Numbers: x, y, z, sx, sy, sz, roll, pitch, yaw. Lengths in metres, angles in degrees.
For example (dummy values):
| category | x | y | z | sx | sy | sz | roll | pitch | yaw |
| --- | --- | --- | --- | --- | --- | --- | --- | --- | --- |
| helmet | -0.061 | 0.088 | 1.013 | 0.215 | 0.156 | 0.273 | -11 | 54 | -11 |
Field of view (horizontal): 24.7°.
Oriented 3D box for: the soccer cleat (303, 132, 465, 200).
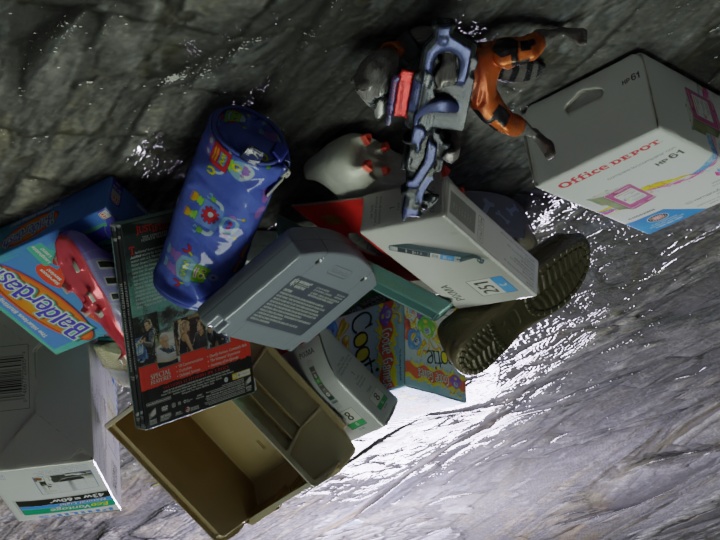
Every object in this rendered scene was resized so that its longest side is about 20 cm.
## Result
| category | x | y | z | sx | sy | sz | roll | pitch | yaw |
| --- | --- | --- | --- | --- | --- | --- | --- | --- | --- |
| soccer cleat | 0.029 | -0.081 | 1.600 | 0.077 | 0.070 | 0.199 | -16 | 151 | 37 |

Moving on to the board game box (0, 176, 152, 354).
| category | x | y | z | sx | sy | sz | roll | pitch | yaw |
| --- | --- | --- | --- | --- | --- | --- | --- | --- | --- |
| board game box | -0.278 | -0.001 | 1.639 | 0.199 | 0.045 | 0.152 | -22 | 134 | 28 |

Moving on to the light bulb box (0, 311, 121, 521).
| category | x | y | z | sx | sy | sz | roll | pitch | yaw |
| --- | --- | --- | --- | --- | --- | --- | --- | --- | --- |
| light bulb box | -0.346 | 0.157 | 1.843 | 0.124 | 0.200 | 0.200 | -5 | 156 | -2 |

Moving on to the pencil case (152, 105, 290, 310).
| category | x | y | z | sx | sy | sz | roll | pitch | yaw |
| --- | --- | --- | --- | --- | --- | --- | --- | --- | --- |
| pencil case | -0.125 | -0.053 | 1.498 | 0.086 | 0.078 | 0.201 | 30 | 125 | 7 |

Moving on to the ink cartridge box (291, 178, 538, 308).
| category | x | y | z | sx | sy | sz | roll | pitch | yaw |
| --- | --- | --- | --- | --- | --- | --- | --- | --- | --- |
| ink cartridge box | 0.054 | -0.018 | 1.605 | 0.175 | 0.045 | 0.200 | -9 | 152 | 31 |

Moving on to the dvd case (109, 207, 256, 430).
| category | x | y | z | sx | sy | sz | roll | pitch | yaw |
| --- | --- | --- | --- | --- | --- | --- | --- | --- | --- |
| dvd case | -0.171 | 0.040 | 1.600 | 0.022 | 0.202 | 0.145 | 7 | -162 | 44 |

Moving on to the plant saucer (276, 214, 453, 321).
| category | x | y | z | sx | sy | sz | roll | pitch | yaw |
| --- | --- | --- | --- | --- | --- | --- | --- | --- | --- |
| plant saucer | 0.000 | 0.000 | 1.678 | 0.199 | 0.019 | 0.070 | 26 | 171 | 0 |

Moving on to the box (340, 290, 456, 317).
| category | x | y | z | sx | sy | sz | roll | pitch | yaw |
| --- | --- | --- | --- | --- | --- | --- | --- | --- | --- |
| box | 0.052 | 0.045 | 1.918 | 0.199 | 0.049 | 0.117 | 12 | 151 | -43 |

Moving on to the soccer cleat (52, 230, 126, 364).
| category | x | y | z | sx | sy | sz | roll | pitch | yaw |
| --- | --- | --- | --- | --- | --- | --- | --- | --- | --- |
| soccer cleat | -0.228 | 0.029 | 1.598 | 0.066 | 0.076 | 0.201 | 15 | 142 | 50 |

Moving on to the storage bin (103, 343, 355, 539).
| category | x | y | z | sx | sy | sz | roll | pitch | yaw |
| --- | --- | --- | --- | --- | --- | --- | --- | --- | --- |
| storage bin | -0.138 | 0.177 | 1.767 | 0.200 | 0.199 | 0.094 | -37 | -172 | 46 |

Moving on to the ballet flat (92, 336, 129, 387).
| category | x | y | z | sx | sy | sz | roll | pitch | yaw |
| --- | --- | --- | --- | --- | --- | --- | --- | --- | --- |
| ballet flat | -0.248 | 0.105 | 1.853 | 0.067 | 0.063 | 0.200 | 4 | 179 | 13 |

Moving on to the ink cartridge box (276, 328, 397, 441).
| category | x | y | z | sx | sy | sz | roll | pitch | yaw |
| --- | --- | --- | --- | --- | --- | --- | --- | --- | --- |
| ink cartridge box | -0.081 | 0.112 | 1.767 | 0.200 | 0.050 | 0.161 | 44 | 137 | -17 |

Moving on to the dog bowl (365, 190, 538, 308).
| category | x | y | z | sx | sy | sz | roll | pitch | yaw |
| --- | --- | --- | --- | --- | --- | --- | --- | --- | --- |
| dog bowl | 0.096 | -0.022 | 1.762 | 0.198 | 0.059 | 0.200 | -8 | 157 | -3 |

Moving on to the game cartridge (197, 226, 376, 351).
| category | x | y | z | sx | sy | sz | roll | pitch | yaw |
| --- | --- | --- | --- | --- | --- | --- | --- | --- | --- |
| game cartridge | -0.060 | 0.017 | 1.559 | 0.133 | 0.042 | 0.200 | -44 | 160 | 9 |

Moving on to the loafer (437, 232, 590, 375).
| category | x | y | z | sx | sy | sz | roll | pitch | yaw |
| --- | --- | --- | --- | --- | --- | --- | --- | --- | --- |
| loafer | 0.155 | 0.023 | 1.700 | 0.200 | 0.067 | 0.076 | -38 | 135 | -18 |

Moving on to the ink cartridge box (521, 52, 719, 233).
| category | x | y | z | sx | sy | sz | roll | pitch | yaw |
| --- | --- | --- | --- | --- | --- | --- | --- | --- | --- |
| ink cartridge box | 0.270 | -0.117 | 1.569 | 0.144 | 0.085 | 0.199 | -26 | 150 | 36 |

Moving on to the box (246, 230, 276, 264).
| category | x | y | z | sx | sy | sz | roll | pitch | yaw |
| --- | --- | --- | --- | --- | --- | --- | --- | --- | --- |
| box | -0.180 | 0.015 | 1.774 | 0.155 | 0.042 | 0.200 | 1 | 156 | -20 |

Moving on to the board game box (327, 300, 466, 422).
| category | x | y | z | sx | sy | sz | roll | pitch | yaw |
| --- | --- | --- | --- | --- | --- | --- | --- | --- | --- |
| board game box | 0.012 | 0.110 | 1.850 | 0.199 | 0.104 | 0.104 | -19 | 153 | 41 |

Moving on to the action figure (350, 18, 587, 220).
| category | x | y | z | sx | sy | sz | roll | pitch | yaw |
| --- | --- | --- | --- | --- | --- | --- | --- | --- | --- |
| action figure | 0.080 | -0.145 | 1.422 | 0.192 | 0.105 | 0.201 | 5 | 129 | -18 |
